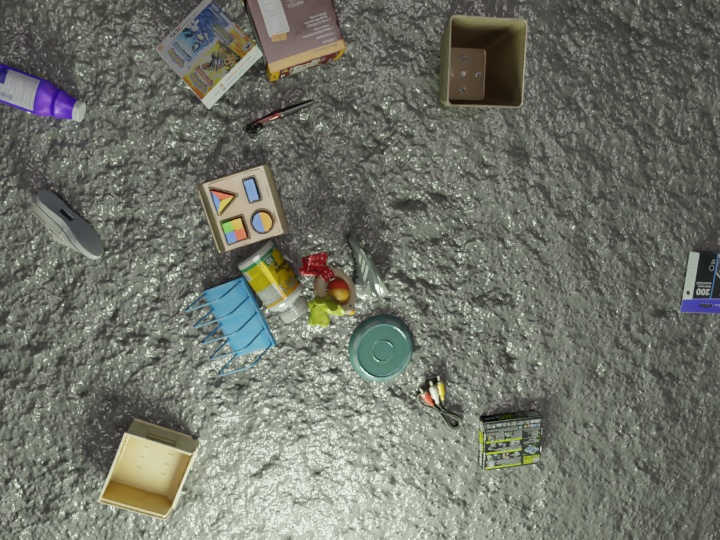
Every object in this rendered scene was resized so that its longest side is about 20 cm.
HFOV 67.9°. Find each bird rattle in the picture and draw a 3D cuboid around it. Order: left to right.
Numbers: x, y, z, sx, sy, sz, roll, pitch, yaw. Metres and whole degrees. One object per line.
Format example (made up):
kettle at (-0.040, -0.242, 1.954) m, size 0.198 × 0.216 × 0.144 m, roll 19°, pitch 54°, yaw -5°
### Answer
bird rattle at (-0.084, 0.049, 1.410) m, size 0.160 × 0.204 × 0.112 m, roll 12°, pitch 143°, yaw -37°

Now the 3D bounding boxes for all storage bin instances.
storage bin at (-0.563, 0.535, 1.438) m, size 0.195 × 0.094 × 0.204 m, roll 23°, pitch 95°, yaw -14°

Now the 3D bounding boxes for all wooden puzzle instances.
wooden puzzle at (-0.301, -0.158, 1.381) m, size 0.196 × 0.046 × 0.189 m, roll -18°, pitch 103°, yaw -7°

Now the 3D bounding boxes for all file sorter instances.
file sorter at (-0.335, 0.145, 1.367) m, size 0.136 × 0.123 × 0.204 m, roll -17°, pitch 105°, yaw 24°

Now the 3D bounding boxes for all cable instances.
cable at (0.235, 0.411, 1.594) m, size 0.096 × 0.050 × 0.203 m, roll -31°, pitch 104°, yaw -3°

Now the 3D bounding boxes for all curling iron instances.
curling iron at (-0.206, -0.390, 1.363) m, size 0.197 × 0.026 × 0.050 m, roll -27°, pitch 68°, yaw -9°

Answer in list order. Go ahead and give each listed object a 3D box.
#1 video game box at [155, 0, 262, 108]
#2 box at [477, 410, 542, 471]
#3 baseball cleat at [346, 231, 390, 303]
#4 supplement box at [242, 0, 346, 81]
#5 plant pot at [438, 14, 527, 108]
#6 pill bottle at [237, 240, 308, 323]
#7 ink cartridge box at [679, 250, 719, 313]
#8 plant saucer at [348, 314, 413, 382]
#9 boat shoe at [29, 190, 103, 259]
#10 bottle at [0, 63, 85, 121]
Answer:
video game box at (-0.358, -0.514, 1.256) m, size 0.182 × 0.047 × 0.200 m, roll -45°, pitch 75°, yaw 2°
box at (0.466, 0.530, 1.667) m, size 0.195 × 0.044 × 0.165 m, roll -4°, pitch 102°, yaw -10°
baseball cleat at (0.000, 0.000, 1.460) m, size 0.105 × 0.070 × 0.202 m, roll -33°, pitch 101°, yaw 4°
supplement box at (-0.160, -0.592, 1.280) m, size 0.193 × 0.133 × 0.204 m, roll -20°, pitch 104°, yaw -7°
plant pot at (0.288, -0.513, 1.360) m, size 0.195 × 0.177 × 0.205 m, roll -1°, pitch 101°, yaw -10°
pill bottle at (-0.222, 0.033, 1.399) m, size 0.112 × 0.113 × 0.202 m, roll -34°, pitch 105°, yaw -3°
ink cartridge box at (1.129, 0.043, 1.705) m, size 0.193 × 0.043 × 0.205 m, roll 1°, pitch 102°, yaw -12°
plant saucer at (0.063, 0.229, 1.538) m, size 0.195 × 0.027 × 0.206 m, roll -2°, pitch 101°, yaw -10°
boat shoe at (-0.720, -0.098, 1.306) m, size 0.069 × 0.071 × 0.201 m, roll -32°, pitch 111°, yaw 25°
bottle at (-0.745, -0.403, 1.236) m, size 0.196 × 0.065 × 0.085 m, roll 17°, pitch 98°, yaw -14°
